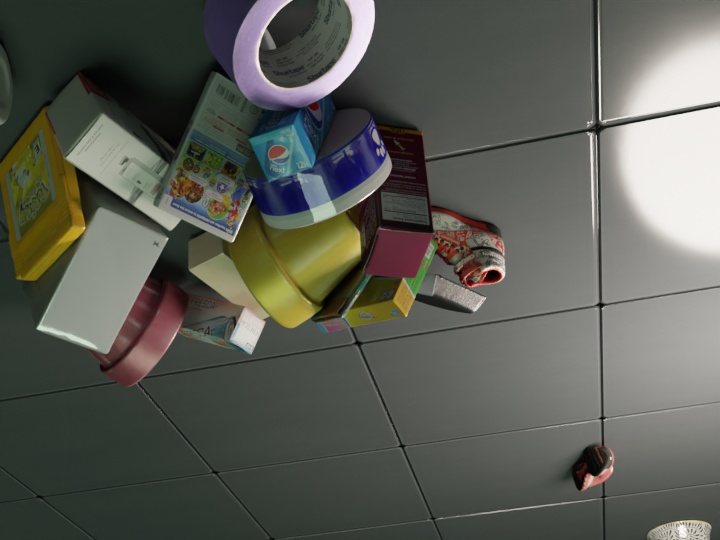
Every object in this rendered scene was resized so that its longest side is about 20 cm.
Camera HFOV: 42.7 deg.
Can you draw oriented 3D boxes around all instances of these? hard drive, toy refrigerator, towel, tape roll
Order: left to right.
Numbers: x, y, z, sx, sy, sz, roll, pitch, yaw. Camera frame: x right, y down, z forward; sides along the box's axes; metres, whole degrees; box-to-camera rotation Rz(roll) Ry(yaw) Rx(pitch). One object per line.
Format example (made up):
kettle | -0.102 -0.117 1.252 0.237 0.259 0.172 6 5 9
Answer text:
toy refrigerator | -0.212 0.005 1.622 0.075 0.071 0.200 -24 141 21
tape roll | -0.086 -0.303 1.124 0.198 0.085 0.202 -27 146 -19
towel | 0.000 0.000 1.498 0.022 0.201 0.146 38 163 -11
hard drive | 0.110 0.029 1.606 0.134 0.043 0.199 23 174 -33

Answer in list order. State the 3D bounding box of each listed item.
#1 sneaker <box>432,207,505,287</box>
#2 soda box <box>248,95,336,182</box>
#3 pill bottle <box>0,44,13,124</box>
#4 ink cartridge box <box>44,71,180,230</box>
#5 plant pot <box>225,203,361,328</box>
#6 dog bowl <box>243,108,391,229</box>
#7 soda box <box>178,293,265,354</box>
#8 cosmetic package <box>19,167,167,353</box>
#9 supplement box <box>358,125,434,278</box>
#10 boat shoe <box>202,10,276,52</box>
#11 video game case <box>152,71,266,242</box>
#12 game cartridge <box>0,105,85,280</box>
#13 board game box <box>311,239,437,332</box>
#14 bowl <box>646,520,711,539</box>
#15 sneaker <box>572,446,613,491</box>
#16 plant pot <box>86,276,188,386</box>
sneaker | 0.156 -0.036 1.554 0.198 0.109 0.067 12 142 -19
soda box | -0.087 -0.196 1.238 0.067 0.201 0.065 -16 117 17
pill bottle | -0.572 -0.248 1.213 0.196 0.114 0.113 -1 144 -3
ink cartridge box | -0.332 -0.166 1.303 0.083 0.147 0.200 -46 134 6
plant pot | -0.086 -0.042 1.474 0.187 0.203 0.201 -32 137 13
dog bowl | -0.060 -0.144 1.282 0.197 0.201 0.080 -16 117 18
soda box | -0.266 0.093 1.661 0.198 0.069 0.063 8 158 42
cosmetic package | -0.410 -0.019 1.394 0.122 0.200 0.201 25 98 -36
supplement box | 0.048 -0.104 1.376 0.084 0.203 0.111 5 143 -12
boat shoe | -0.170 -0.323 1.181 0.067 0.073 0.200 -14 150 12
video game case | -0.196 -0.158 1.308 0.018 0.203 0.142 21 176 45
game cartridge | -0.468 -0.107 1.340 0.032 0.203 0.176 7 147 -45
board game box | 0.022 0.021 1.540 0.198 0.154 0.040 -16 128 45
bowl | 0.989 0.850 2.832 0.197 0.096 0.202 -2 145 -1
sneaker | 0.614 0.498 2.364 0.085 0.075 0.201 -8 150 -16
plant pot | -0.428 0.072 1.611 0.178 0.202 0.199 38 129 -23
